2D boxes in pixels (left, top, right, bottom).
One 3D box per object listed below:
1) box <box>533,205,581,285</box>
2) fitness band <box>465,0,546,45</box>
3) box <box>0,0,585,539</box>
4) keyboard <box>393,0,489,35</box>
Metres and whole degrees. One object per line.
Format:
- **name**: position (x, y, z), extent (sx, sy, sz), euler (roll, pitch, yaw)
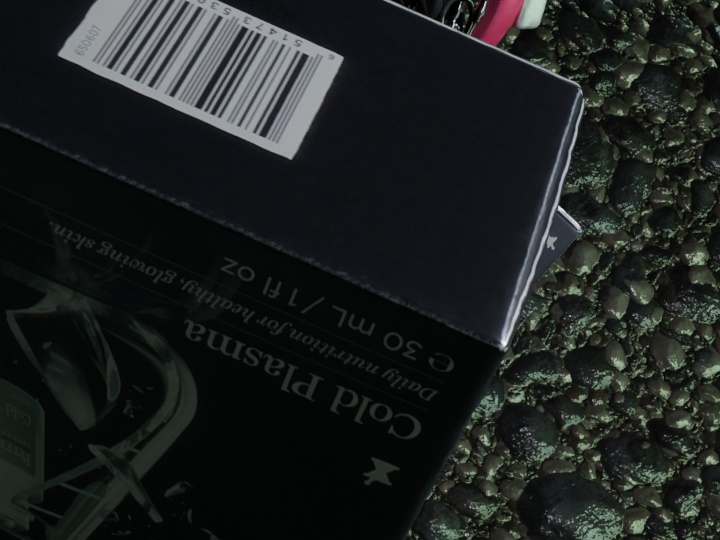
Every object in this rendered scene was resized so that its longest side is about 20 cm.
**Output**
- **box**: position (0.000, 0.000, 0.919), extent (0.200, 0.104, 0.182), euler (-49, -166, 6)
- **fitness band**: position (0.054, -0.210, 0.953), extent (0.037, 0.143, 0.201), euler (-10, 125, -40)
- **box**: position (-0.065, 0.009, 0.524), extent (0.124, 0.199, 0.197), euler (-66, 180, -46)
- **keyboard**: position (0.012, -0.097, 0.784), extent (0.104, 0.039, 0.201), euler (-28, -142, 49)
